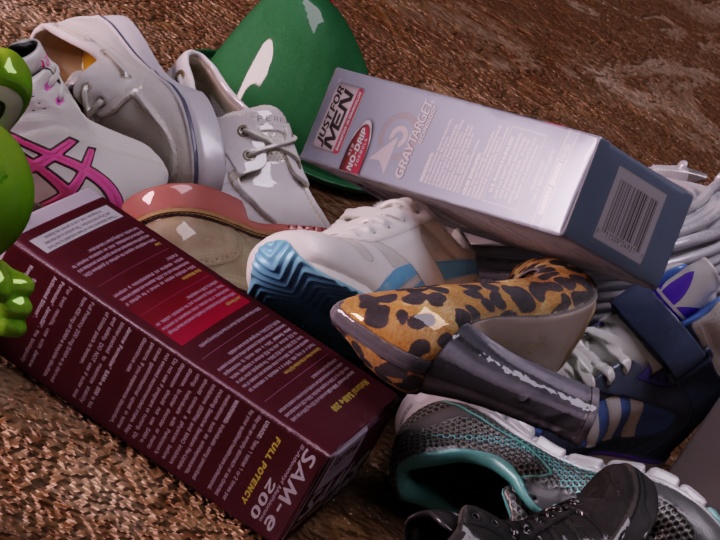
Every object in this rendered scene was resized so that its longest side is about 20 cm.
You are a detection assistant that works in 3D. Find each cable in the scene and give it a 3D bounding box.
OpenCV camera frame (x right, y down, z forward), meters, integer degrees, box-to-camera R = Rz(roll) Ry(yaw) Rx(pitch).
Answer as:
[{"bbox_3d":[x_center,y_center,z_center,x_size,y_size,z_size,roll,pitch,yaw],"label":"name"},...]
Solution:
[{"bbox_3d":[0.142,-0.016,1.558,0.200,0.069,0.200,-1,14,12],"label":"cable"}]

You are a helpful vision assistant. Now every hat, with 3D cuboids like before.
[{"bbox_3d":[-0.021,-0.176,1.652,0.200,0.176,0.166,30,20,-2],"label":"hat"}]

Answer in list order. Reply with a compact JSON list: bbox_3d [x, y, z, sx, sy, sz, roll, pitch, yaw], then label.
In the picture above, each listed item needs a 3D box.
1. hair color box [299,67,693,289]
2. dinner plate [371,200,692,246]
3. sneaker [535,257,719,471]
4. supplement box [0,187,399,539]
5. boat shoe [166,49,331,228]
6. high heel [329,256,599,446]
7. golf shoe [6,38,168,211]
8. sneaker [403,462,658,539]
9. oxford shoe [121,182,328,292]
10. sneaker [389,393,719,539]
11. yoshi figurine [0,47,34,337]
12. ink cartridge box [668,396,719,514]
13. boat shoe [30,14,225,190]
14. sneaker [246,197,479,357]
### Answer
[{"bbox_3d":[0.074,-0.053,1.361,0.200,0.061,0.099,18,-6,42],"label":"hair color box"},{"bbox_3d":[0.104,-0.047,1.503,0.200,0.024,0.200,-5,14,1],"label":"dinner plate"},{"bbox_3d":[0.141,0.044,1.406,0.200,0.147,0.081,12,27,-43],"label":"sneaker"},{"bbox_3d":[-0.090,0.045,1.216,0.200,0.061,0.109,33,21,10],"label":"supplement box"},{"bbox_3d":[-0.071,-0.070,1.487,0.071,0.069,0.200,8,28,-46],"label":"boat shoe"},{"bbox_3d":[0.052,0.015,1.295,0.142,0.072,0.200,23,20,-9],"label":"high heel"},{"bbox_3d":[-0.179,-0.077,1.335,0.200,0.092,0.073,13,26,-42],"label":"golf shoe"},{"bbox_3d":[0.068,0.138,1.158,0.104,0.060,0.200,38,45,-6],"label":"sneaker"},{"bbox_3d":[-0.055,0.013,1.362,0.200,0.070,0.075,17,55,-44],"label":"oxford shoe"},{"bbox_3d":[0.099,0.131,1.270,0.200,0.078,0.091,24,23,9],"label":"sneaker"},{"bbox_3d":[-0.191,0.002,0.979,0.112,0.200,0.112,39,22,22],"label":"yoshi figurine"},{"bbox_3d":[0.285,0.097,1.481,0.084,0.146,0.200,42,23,25],"label":"ink cartridge box"},{"bbox_3d":[-0.146,-0.097,1.468,0.070,0.071,0.200,-2,35,-30],"label":"boat shoe"},{"bbox_3d":[0.000,0.000,1.329,0.200,0.076,0.081,20,64,-59],"label":"sneaker"}]
